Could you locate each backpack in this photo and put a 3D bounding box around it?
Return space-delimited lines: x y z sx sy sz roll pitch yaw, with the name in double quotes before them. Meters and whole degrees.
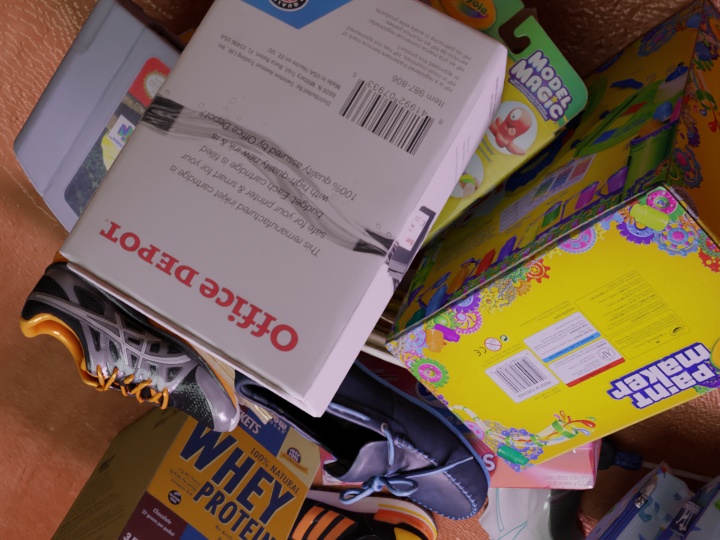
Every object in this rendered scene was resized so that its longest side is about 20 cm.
"backpack" 0.221 0.259 0.850 0.146 0.200 0.184 35 156 20

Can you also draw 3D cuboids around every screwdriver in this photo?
"screwdriver" 0.237 0.154 0.892 0.197 0.028 0.029 12 161 12

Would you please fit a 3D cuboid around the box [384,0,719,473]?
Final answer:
"box" 0.145 -0.019 0.665 0.122 0.193 0.199 43 133 -16

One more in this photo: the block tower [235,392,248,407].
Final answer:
"block tower" -0.029 0.100 0.941 0.198 0.054 0.058 22 134 6

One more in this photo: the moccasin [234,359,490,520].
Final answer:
"moccasin" -0.005 0.110 0.737 0.199 0.069 0.080 35 135 -11

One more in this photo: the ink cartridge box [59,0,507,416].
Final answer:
"ink cartridge box" -0.035 -0.048 0.584 0.144 0.201 0.084 29 171 11

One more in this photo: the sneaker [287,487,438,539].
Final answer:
"sneaker" -0.030 0.258 1.053 0.198 0.090 0.070 -4 127 26

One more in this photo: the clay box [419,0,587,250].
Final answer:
"clay box" 0.028 -0.080 0.667 0.199 0.048 0.115 -38 86 20

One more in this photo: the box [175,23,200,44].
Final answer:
"box" -0.097 -0.117 0.736 0.198 0.065 0.070 -21 120 14

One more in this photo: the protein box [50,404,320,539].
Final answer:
"protein box" -0.167 0.227 1.010 0.135 0.201 0.198 42 132 -15

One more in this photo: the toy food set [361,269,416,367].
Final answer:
"toy food set" 0.000 0.000 0.789 0.198 0.144 0.061 21 105 5

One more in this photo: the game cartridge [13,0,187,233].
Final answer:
"game cartridge" -0.111 -0.054 0.675 0.199 0.041 0.134 40 109 11

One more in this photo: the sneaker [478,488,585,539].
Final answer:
"sneaker" 0.147 0.228 0.975 0.080 0.070 0.202 15 132 32

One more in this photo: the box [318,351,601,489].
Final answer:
"box" 0.073 0.096 0.826 0.197 0.100 0.097 -2 99 16

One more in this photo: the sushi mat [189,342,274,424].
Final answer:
"sushi mat" -0.118 0.024 0.826 0.200 0.012 0.096 46 138 4

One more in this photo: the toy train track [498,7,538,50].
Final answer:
"toy train track" 0.047 -0.184 0.680 0.113 0.033 0.202 -3 120 22

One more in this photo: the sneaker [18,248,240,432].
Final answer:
"sneaker" -0.181 0.069 0.901 0.199 0.077 0.078 37 150 5
